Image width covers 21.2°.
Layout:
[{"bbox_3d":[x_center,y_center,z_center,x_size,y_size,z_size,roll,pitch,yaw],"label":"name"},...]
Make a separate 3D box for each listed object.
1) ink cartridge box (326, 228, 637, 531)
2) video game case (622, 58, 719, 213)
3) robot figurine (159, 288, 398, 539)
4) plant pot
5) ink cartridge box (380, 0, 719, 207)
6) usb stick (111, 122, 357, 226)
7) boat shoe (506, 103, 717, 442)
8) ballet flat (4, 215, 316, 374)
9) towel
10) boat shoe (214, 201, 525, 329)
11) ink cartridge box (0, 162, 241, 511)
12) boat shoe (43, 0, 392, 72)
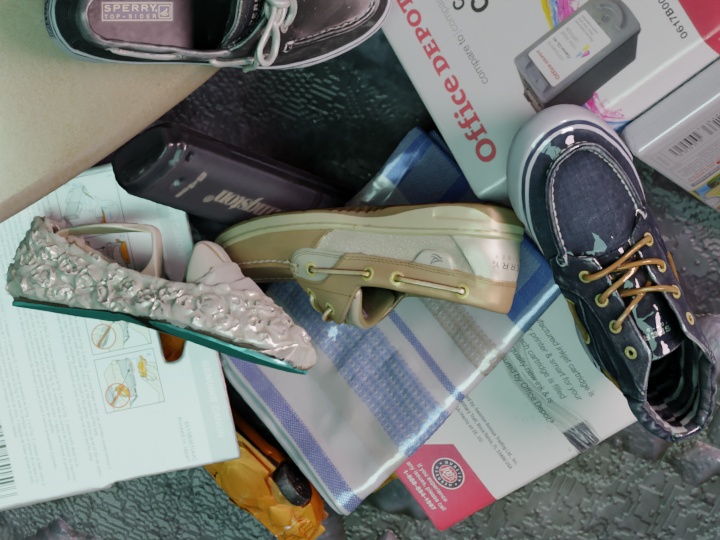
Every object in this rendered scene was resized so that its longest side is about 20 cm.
[{"bbox_3d":[0.093,0.045,1.198,0.199,0.084,0.145,-32,105,18],"label":"ink cartridge box"},{"bbox_3d":[0.267,-0.102,1.083,0.199,0.023,0.182,-37,148,21],"label":"video game case"},{"bbox_3d":[-0.073,0.084,1.250,0.145,0.058,0.200,-38,104,19],"label":"robot figurine"},{"bbox_3d":[-0.177,-0.162,1.097,0.176,0.200,0.201,-20,109,3],"label":"plant pot"},{"bbox_3d":[0.125,-0.146,1.083,0.199,0.085,0.148,-35,71,18],"label":"ink cartridge box"},{"bbox_3d":[-0.068,-0.047,1.137,0.055,0.199,0.033,-29,66,25],"label":"usb stick"},{"bbox_3d":[0.144,0.003,1.045,0.070,0.091,0.201,-30,131,-3],"label":"boat shoe"},{"bbox_3d":[-0.116,0.008,1.116,0.198,0.072,0.072,13,114,17],"label":"ballet flat"},{"bbox_3d":[0.012,0.029,1.146,0.200,0.024,0.147,-46,62,11],"label":"towel"},{"bbox_3d":[0.000,0.000,1.103,0.199,0.074,0.067,-4,82,34],"label":"boat shoe"},{"bbox_3d":[-0.177,0.035,1.194,0.172,0.044,0.202,-12,99,1],"label":"ink cartridge box"},{"bbox_3d":[-0.063,-0.141,1.010,0.198,0.068,0.074,-1,99,-28],"label":"boat shoe"}]
